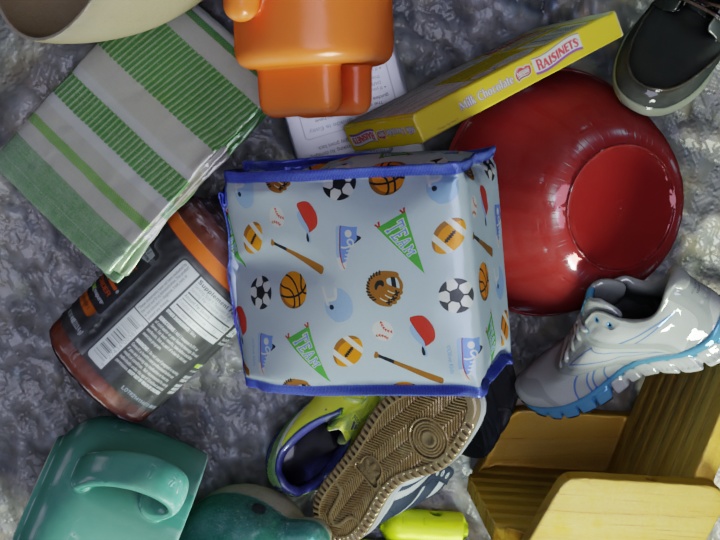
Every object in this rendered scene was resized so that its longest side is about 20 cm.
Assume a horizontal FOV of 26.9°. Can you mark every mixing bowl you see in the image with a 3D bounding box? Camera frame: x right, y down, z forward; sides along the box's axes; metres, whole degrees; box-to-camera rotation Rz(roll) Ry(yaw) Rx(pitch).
[{"bbox_3d":[0.172,-0.053,1.156,0.200,0.108,0.201,-4,100,-22],"label":"mixing bowl"}]

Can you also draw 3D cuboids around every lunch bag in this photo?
[{"bbox_3d":[0.000,0.000,1.079,0.200,0.124,0.170,-4,98,20],"label":"lunch bag"}]

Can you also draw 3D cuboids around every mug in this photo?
[{"bbox_3d":[-0.195,0.178,1.164,0.114,0.152,0.185,23,116,-6],"label":"mug"}]

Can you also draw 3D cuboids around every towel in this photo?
[{"bbox_3d":[-0.167,-0.110,1.147,0.153,0.023,0.200,43,91,20],"label":"towel"}]

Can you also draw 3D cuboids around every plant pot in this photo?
[{"bbox_3d":[-0.165,-0.256,1.091,0.134,0.200,0.201,5,102,-41],"label":"plant pot"}]

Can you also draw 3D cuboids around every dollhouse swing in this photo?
[{"bbox_3d":[0.190,0.113,1.167,0.181,0.200,0.176,5,101,-6],"label":"dollhouse swing"}]

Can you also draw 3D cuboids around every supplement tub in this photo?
[{"bbox_3d":[-0.138,0.016,1.169,0.200,0.107,0.107,-44,101,3],"label":"supplement tub"}]

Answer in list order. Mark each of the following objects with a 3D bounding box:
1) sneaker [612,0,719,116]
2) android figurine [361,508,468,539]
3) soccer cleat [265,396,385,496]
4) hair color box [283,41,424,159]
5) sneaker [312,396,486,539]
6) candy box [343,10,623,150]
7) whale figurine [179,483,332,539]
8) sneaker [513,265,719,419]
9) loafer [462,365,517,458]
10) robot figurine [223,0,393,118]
[{"bbox_3d":[0.259,-0.211,1.129,0.075,0.106,0.200,33,67,14],"label":"sneaker"},{"bbox_3d":[0.039,0.290,1.268,0.200,0.041,0.182,3,100,-6],"label":"android figurine"},{"bbox_3d":[-0.001,0.103,1.207,0.065,0.084,0.200,39,94,-10],"label":"soccer cleat"},{"bbox_3d":[-0.006,-0.106,1.181,0.099,0.061,0.200,-17,101,-3],"label":"hair color box"},{"bbox_3d":[0.049,0.134,1.184,0.070,0.108,0.200,51,127,14],"label":"sneaker"},{"bbox_3d":[0.092,-0.142,1.124,0.200,0.102,0.026,-29,102,-26],"label":"candy box"},{"bbox_3d":[-0.067,0.262,1.187,0.200,0.104,0.159,37,123,11],"label":"whale figurine"},{"bbox_3d":[0.184,0.045,1.127,0.087,0.075,0.200,40,133,-24],"label":"sneaker"},{"bbox_3d":[0.083,0.054,1.190,0.072,0.073,0.200,-44,139,-35],"label":"loafer"},{"bbox_3d":[-0.035,-0.209,1.063,0.144,0.117,0.200,-3,94,-19],"label":"robot figurine"}]
